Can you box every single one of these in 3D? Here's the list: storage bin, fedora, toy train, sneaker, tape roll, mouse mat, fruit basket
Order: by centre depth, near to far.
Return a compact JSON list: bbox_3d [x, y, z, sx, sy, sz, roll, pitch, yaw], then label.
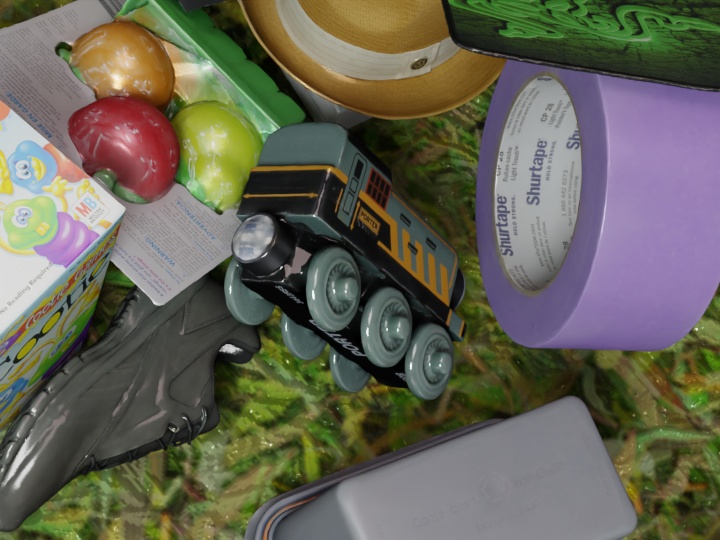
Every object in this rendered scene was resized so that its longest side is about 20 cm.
[{"bbox_3d":[0.054,0.156,0.782,0.200,0.134,0.146,-17,74,-22],"label":"storage bin"},{"bbox_3d":[-0.132,0.077,0.795,0.091,0.076,0.200,43,65,-4],"label":"sneaker"},{"bbox_3d":[-0.130,-0.078,0.814,0.185,0.094,0.200,45,39,2],"label":"fruit basket"},{"bbox_3d":[0.000,0.000,0.816,0.200,0.085,0.114,39,62,-47],"label":"toy train"},{"bbox_3d":[0.141,-0.153,0.820,0.200,0.008,0.161,6,36,-10],"label":"mouse mat"},{"bbox_3d":[0.145,-0.050,0.860,0.085,0.200,0.200,3,67,-15],"label":"tape roll"},{"bbox_3d":[0.022,-0.195,0.898,0.200,0.082,0.201,6,67,-13],"label":"fedora"}]

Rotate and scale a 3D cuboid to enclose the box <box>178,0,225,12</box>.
[{"bbox_3d":[-0.026,-0.261,0.840,0.086,0.164,0.200,58,39,-32],"label":"box"}]

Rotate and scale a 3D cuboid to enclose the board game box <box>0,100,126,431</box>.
[{"bbox_3d":[-0.204,0.009,0.725,0.103,0.200,0.105,40,63,2],"label":"board game box"}]

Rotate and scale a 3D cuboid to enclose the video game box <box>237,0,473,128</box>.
[{"bbox_3d":[0.014,-0.209,0.973,0.200,0.047,0.182,-27,76,-25],"label":"video game box"}]
